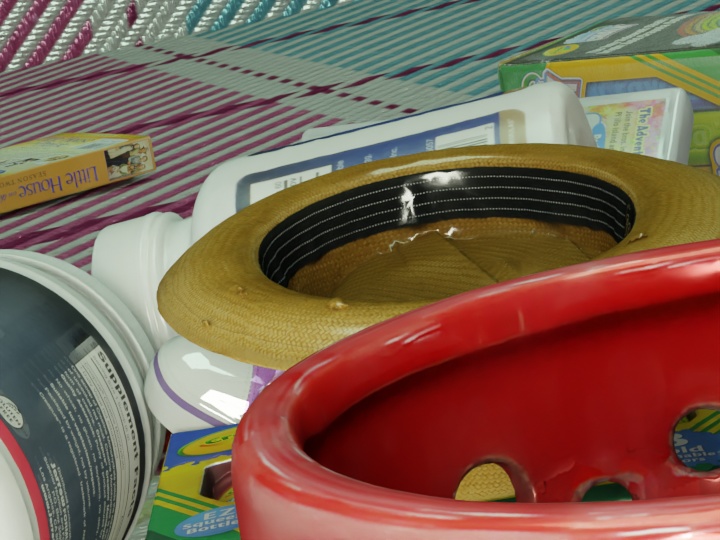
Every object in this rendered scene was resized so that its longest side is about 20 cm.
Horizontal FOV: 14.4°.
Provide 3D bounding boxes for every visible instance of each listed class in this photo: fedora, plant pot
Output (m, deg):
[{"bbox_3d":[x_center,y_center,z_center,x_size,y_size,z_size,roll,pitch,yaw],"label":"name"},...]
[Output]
[{"bbox_3d":[0.032,0.021,0.895,0.200,0.082,0.201,-8,18,2],"label":"fedora"},{"bbox_3d":[0.085,0.100,0.567,0.200,0.183,0.200,-9,10,2],"label":"plant pot"}]

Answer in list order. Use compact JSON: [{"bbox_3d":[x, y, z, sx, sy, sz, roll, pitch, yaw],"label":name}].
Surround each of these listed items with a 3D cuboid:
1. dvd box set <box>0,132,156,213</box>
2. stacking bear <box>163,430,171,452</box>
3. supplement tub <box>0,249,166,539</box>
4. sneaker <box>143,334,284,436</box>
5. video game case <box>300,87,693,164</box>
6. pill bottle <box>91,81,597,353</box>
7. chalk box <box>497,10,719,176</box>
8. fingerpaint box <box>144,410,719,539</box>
[{"bbox_3d":[-0.271,-0.065,2.101,0.200,0.029,0.146,-18,13,-33],"label":"dvd box set"},{"bbox_3d":[-0.174,0.053,1.246,0.199,0.122,0.114,-6,7,-23],"label":"stacking bear"},{"bbox_3d":[-0.155,0.073,1.015,0.140,0.141,0.200,-7,12,14],"label":"supplement tub"},{"bbox_3d":[0.026,0.020,1.045,0.200,0.115,0.073,6,33,-13],"label":"sneaker"},{"bbox_3d":[0.042,0.008,1.209,0.182,0.024,0.200,-5,47,21],"label":"video game case"},{"bbox_3d":[0.000,0.000,1.138,0.199,0.111,0.111,-13,10,13],"label":"pill bottle"},{"bbox_3d":[0.156,-0.066,1.514,0.200,0.124,0.124,-2,14,37],"label":"chalk box"},{"bbox_3d":[0.033,0.091,0.943,0.199,0.074,0.167,-9,11,2],"label":"fingerpaint box"}]
